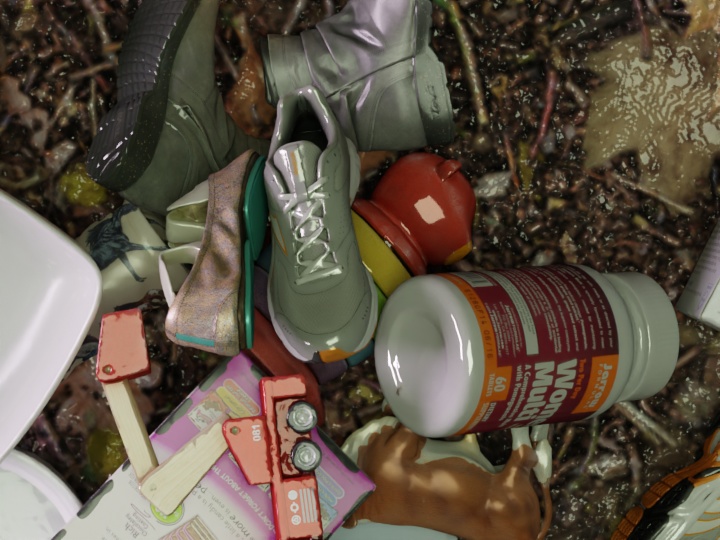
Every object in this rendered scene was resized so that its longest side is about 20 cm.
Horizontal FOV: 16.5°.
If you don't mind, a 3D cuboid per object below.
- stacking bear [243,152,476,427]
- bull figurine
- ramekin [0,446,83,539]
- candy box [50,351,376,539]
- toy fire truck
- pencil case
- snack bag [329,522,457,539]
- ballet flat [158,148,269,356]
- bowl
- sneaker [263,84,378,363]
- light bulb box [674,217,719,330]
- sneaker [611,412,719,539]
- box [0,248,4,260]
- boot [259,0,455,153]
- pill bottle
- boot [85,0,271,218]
[{"bbox_3d":[0.000,0.000,1.732,0.200,0.122,0.114,-42,78,-8],"label":"stacking bear"},{"bbox_3d":[0.047,0.138,1.754,0.199,0.065,0.122,14,99,-17],"label":"bull figurine"},{"bbox_3d":[-0.276,0.211,1.737,0.199,0.098,0.202,0,94,-3],"label":"ramekin"},{"bbox_3d":[-0.106,0.171,1.668,0.136,0.061,0.200,45,81,1],"label":"candy box"},{"bbox_3d":[-0.096,0.122,1.619,0.140,0.049,0.202,-6,84,-5],"label":"toy fire truck"},{"bbox_3d":[-0.202,0.032,1.738,0.200,0.089,0.078,-39,60,0],"label":"pencil case"},{"bbox_3d":[-0.051,0.228,1.747,0.199,0.021,0.189,26,64,-3],"label":"snack bag"},{"bbox_3d":[-0.098,-0.018,1.635,0.067,0.200,0.068,-1,123,4],"label":"ballet flat"},{"bbox_3d":[-0.288,0.024,1.636,0.199,0.075,0.201,33,99,-13],"label":"bowl"},{"bbox_3d":[-0.036,-0.034,1.642,0.075,0.092,0.201,-12,54,5],"label":"sneaker"},{"bbox_3d":[0.356,-0.015,1.734,0.197,0.125,0.201,28,92,-3],"label":"light bulb box"},{"bbox_3d":[0.260,0.176,1.765,0.092,0.076,0.200,42,94,-11],"label":"sneaker"},{"bbox_3d":[-0.358,-0.076,1.709,0.199,0.104,0.183,-13,96,-2],"label":"box"},{"bbox_3d":[-0.011,-0.172,1.738,0.131,0.070,0.202,-10,90,3],"label":"boot"},{"bbox_3d":[0.117,0.052,1.698,0.199,0.109,0.110,-4,95,-36],"label":"pill bottle"},{"bbox_3d":[-0.109,-0.112,1.738,0.130,0.067,0.201,33,63,-33],"label":"boot"}]
